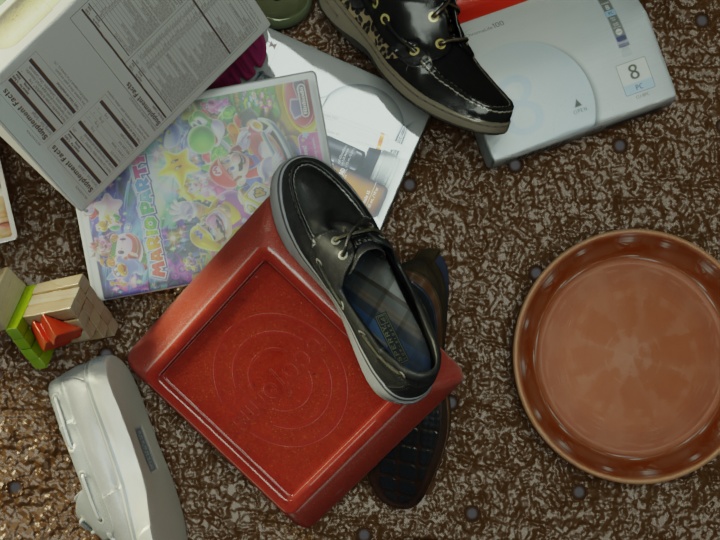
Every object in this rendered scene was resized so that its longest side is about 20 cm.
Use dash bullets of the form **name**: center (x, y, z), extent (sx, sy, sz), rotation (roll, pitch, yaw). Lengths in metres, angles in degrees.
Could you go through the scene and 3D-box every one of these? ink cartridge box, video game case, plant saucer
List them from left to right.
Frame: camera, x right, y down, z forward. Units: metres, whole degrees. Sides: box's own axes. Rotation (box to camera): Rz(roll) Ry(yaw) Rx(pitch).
- **video game case**: center (-0.119, -0.064, 1.443), extent (0.198, 0.018, 0.145), rotation (-10, 95, 0)
- **plant saucer**: center (-0.057, 0.079, 1.426), extent (0.200, 0.037, 0.200), rotation (43, 117, -3)
- **ink cartridge box**: center (0.144, -0.202, 1.515), extent (0.159, 0.047, 0.202), rotation (-20, 87, -5)
- **plant saucer**: center (0.218, 0.069, 1.501), extent (0.198, 0.032, 0.202), rotation (0, 84, -4)

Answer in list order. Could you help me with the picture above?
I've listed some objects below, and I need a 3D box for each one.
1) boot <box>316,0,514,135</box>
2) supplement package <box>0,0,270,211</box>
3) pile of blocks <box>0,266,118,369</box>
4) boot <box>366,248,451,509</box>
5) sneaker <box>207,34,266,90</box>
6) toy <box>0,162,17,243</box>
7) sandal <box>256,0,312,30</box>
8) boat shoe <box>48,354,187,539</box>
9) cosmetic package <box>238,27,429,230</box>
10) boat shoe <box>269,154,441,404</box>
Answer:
- **boot**: center (0.066, -0.213, 1.445), extent (0.200, 0.073, 0.151), rotation (46, 121, 28)
- **supplement package**: center (-0.205, -0.186, 1.366), extent (0.200, 0.151, 0.152), rotation (-45, 52, -7)
- **pile of blocks**: center (-0.289, 0.041, 1.442), extent (0.198, 0.083, 0.062), rotation (9, 47, 10)
- **boot**: center (0.045, 0.081, 1.470), extent (0.074, 0.097, 0.202), rotation (10, 116, 14)
- **sneaker**: center (-0.171, -0.161, 1.482), extent (0.199, 0.081, 0.089), rotation (-26, 51, 7)
- **toy**: center (-0.340, -0.103, 1.448), extent (0.114, 0.047, 0.202), rotation (-15, 68, -5)
- **sandal**: center (-0.092, -0.290, 1.504), extent (0.079, 0.057, 0.202), rotation (-28, 87, -6)
- **boat shoe**: center (-0.189, 0.169, 1.453), extent (0.068, 0.072, 0.202), rotation (-19, 93, 16)
- **cosmetic package**: center (-0.048, -0.069, 1.490), extent (0.150, 0.052, 0.201), rotation (23, 84, 2)
- **boat shoe**: center (0.000, 0.000, 1.352), extent (0.069, 0.066, 0.201), rotation (-20, 79, -23)
